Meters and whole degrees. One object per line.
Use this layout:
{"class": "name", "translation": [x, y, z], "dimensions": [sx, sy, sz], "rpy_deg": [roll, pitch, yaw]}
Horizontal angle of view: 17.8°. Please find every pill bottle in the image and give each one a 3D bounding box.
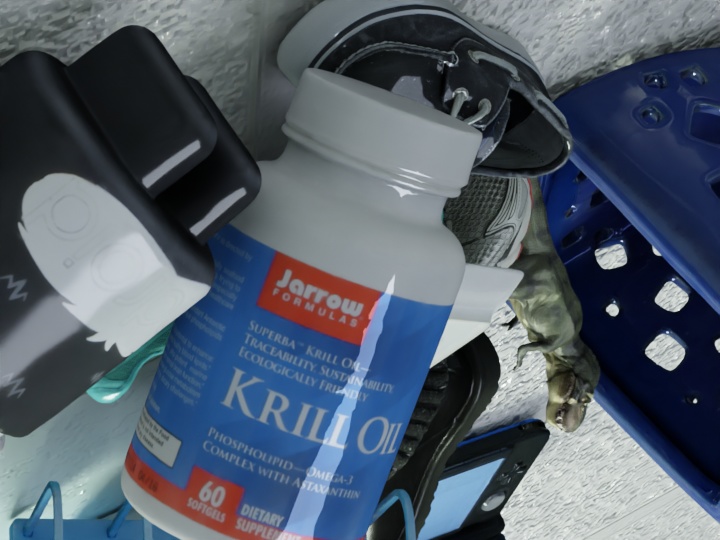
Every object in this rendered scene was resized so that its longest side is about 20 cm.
{"class": "pill bottle", "translation": [-0.021, 0.020, 0.989], "dimensions": [0.112, 0.112, 0.201], "rpy_deg": [6, 106, -55]}

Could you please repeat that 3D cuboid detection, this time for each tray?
{"class": "tray", "translation": [-0.015, 0.057, 1.139], "dimensions": [0.200, 0.022, 0.107], "rpy_deg": [-36, 157, 26]}

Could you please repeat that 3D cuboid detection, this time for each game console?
{"class": "game console", "translation": [0.051, 0.212, 1.543], "dimensions": [0.200, 0.118, 0.171], "rpy_deg": [-16, 149, -36]}

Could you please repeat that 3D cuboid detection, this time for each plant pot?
{"class": "plant pot", "translation": [0.213, -0.013, 1.272], "dimensions": [0.180, 0.200, 0.200], "rpy_deg": [-33, 156, -21]}

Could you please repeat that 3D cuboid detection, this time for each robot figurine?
{"class": "robot figurine", "translation": [-0.140, -0.008, 0.919], "dimensions": [0.200, 0.150, 0.125], "rpy_deg": [-38, -163, 4]}

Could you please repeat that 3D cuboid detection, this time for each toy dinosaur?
{"class": "toy dinosaur", "translation": [0.076, 0.001, 1.253], "dimensions": [0.088, 0.048, 0.200], "rpy_deg": [-3, 128, 18]}

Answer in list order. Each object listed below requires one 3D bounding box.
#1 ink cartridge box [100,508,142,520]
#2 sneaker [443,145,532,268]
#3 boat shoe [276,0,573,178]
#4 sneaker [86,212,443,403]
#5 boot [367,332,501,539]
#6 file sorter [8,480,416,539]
{"class": "ink cartridge box", "translation": [-0.112, 0.244, 1.361], "dimensions": [0.083, 0.147, 0.200], "rpy_deg": [-22, 151, -24]}
{"class": "sneaker", "translation": [0.000, 0.000, 1.157], "dimensions": [0.200, 0.078, 0.082], "rpy_deg": [-34, 154, -4]}
{"class": "boat shoe", "translation": [0.038, -0.080, 1.075], "dimensions": [0.072, 0.068, 0.200], "rpy_deg": [-44, 153, 17]}
{"class": "sneaker", "translation": [-0.051, 0.001, 1.072], "dimensions": [0.199, 0.080, 0.077], "rpy_deg": [-19, -168, -18]}
{"class": "boot", "translation": [-0.021, 0.115, 1.322], "dimensions": [0.158, 0.079, 0.212], "rpy_deg": [-14, 137, -51]}
{"class": "file sorter", "translation": [-0.076, 0.185, 1.201], "dimensions": [0.199, 0.139, 0.123], "rpy_deg": [2, 157, -15]}
